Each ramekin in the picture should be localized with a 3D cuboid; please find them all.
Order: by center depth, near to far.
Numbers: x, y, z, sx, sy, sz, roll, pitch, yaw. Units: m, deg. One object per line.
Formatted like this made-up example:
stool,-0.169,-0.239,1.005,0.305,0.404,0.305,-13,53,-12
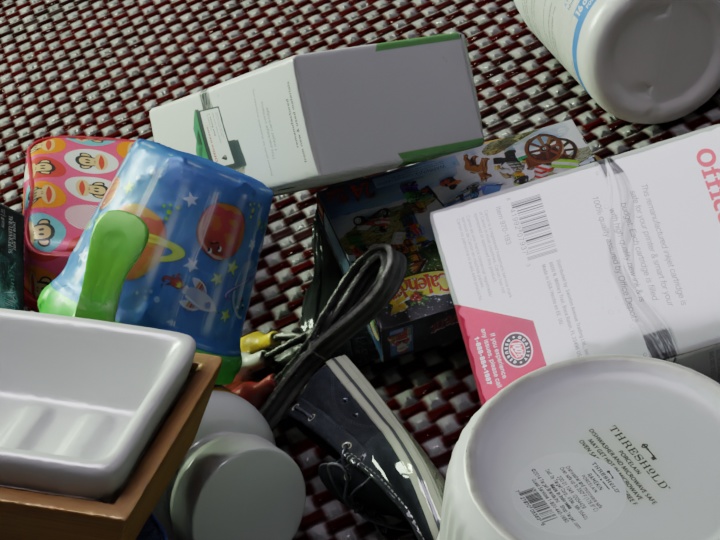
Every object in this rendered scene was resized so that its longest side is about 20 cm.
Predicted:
ramekin,0.136,0.135,0.948,0.200,0.105,0.200,-3,40,3

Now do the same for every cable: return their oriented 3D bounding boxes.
cable,-0.047,0.054,1.205,0.200,0.050,0.097,-43,25,40

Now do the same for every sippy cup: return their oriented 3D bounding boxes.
sippy cup,-0.122,-0.010,1.158,0.130,0.140,0.178,-68,21,3

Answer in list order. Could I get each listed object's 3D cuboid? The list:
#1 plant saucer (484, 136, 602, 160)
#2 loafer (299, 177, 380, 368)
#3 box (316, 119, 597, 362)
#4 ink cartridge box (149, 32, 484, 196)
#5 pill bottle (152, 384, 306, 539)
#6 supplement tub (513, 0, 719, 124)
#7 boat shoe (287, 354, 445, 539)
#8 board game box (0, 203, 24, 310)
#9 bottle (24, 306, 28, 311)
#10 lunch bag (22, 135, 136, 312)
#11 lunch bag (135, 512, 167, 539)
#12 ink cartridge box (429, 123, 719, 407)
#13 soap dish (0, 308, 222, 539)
plant saucer,0.102,-0.049,1.362,0.200,0.035,0.200,-15,32,10
loafer,0.000,0.000,1.322,0.070,0.068,0.201,-6,39,9
box,0.085,-0.025,1.261,0.200,0.038,0.137,-17,50,-11
ink cartridge box,-0.035,-0.101,1.251,0.146,0.084,0.200,-13,1,-35
pill bottle,-0.124,0.119,1.163,0.113,0.113,0.200,-36,34,-23
supplement tub,0.211,-0.213,1.459,0.132,0.132,0.200,-23,32,-4
boat shoe,0.012,0.127,1.107,0.062,0.075,0.200,-38,40,-3
board game box,-0.315,0.059,1.327,0.200,0.028,0.135,-42,38,28
bottle,-0.265,0.080,1.335,0.065,0.084,0.200,7,19,-27
lunch bag,-0.184,-0.037,1.441,0.176,0.082,0.200,2,31,-9
lunch bag,-0.198,0.192,1.073,0.136,0.132,0.200,-16,33,-23
ink cartridge box,0.161,0.010,1.136,0.200,0.083,0.145,-17,64,5
soap dish,-0.197,0.094,1.028,0.200,0.081,0.157,7,32,13
